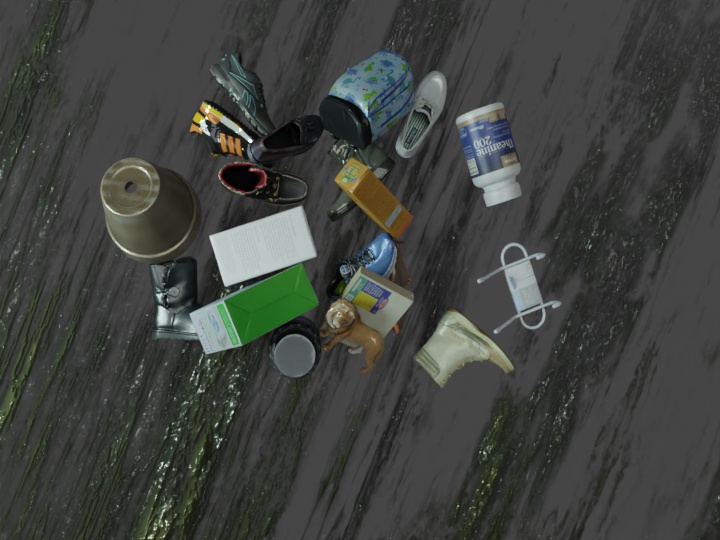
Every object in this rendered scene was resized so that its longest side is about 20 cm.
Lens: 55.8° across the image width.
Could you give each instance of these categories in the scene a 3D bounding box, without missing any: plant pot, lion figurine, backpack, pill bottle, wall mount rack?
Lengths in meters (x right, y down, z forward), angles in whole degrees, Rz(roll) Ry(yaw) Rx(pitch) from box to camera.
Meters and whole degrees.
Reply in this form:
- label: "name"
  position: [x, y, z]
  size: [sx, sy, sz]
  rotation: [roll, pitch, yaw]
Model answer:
- label: "plant pot"
  position: [-0.432, -0.136, 1.355]
  size: [0.194, 0.174, 0.206]
  rotation: [0, 74, 0]
- label: "lion figurine"
  position: [-0.007, 0.136, 1.434]
  size: [0.198, 0.074, 0.122]
  rotation: [30, 121, -34]
- label: "backpack"
  position: [0.028, -0.363, 1.422]
  size: [0.197, 0.162, 0.157]
  rotation: [-26, 134, -28]
- label: "pill bottle"
  position: [-0.135, 0.159, 1.410]
  size: [0.108, 0.200, 0.116]
  rotation: [0, 94, -5]
- label: "pill bottle"
  position: [0.285, -0.250, 1.478]
  size: [0.108, 0.111, 0.205]
  rotation: [-18, 94, -4]
- label: "wall mount rack"
  position: [0.348, 0.047, 1.517]
  size: [0.170, 0.075, 0.205]
  rotation: [-20, 94, -4]

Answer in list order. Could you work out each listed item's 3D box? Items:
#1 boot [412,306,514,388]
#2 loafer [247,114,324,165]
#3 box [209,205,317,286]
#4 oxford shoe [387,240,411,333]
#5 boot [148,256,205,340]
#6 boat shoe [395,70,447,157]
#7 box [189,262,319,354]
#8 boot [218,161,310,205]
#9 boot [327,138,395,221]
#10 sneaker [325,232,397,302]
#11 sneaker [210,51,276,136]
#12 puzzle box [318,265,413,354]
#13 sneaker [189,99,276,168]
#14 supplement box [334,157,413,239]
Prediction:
- label: "boot"
  position: [0.230, 0.202, 1.515]
  size: [0.199, 0.072, 0.156]
  rotation: [39, 88, -1]
- label: "loafer"
  position: [-0.144, -0.277, 1.418]
  size: [0.198, 0.063, 0.073]
  rotation: [-33, 96, -33]
- label: "box"
  position: [-0.198, -0.052, 1.418]
  size: [0.195, 0.152, 0.109]
  rotation: [-18, 94, -5]
- label: "oxford shoe"
  position: [0.081, 0.035, 1.493]
  size: [0.071, 0.071, 0.206]
  rotation: [-8, 93, -9]
- label: "boot"
  position: [-0.353, 0.059, 1.445]
  size: [0.194, 0.076, 0.174]
  rotation: [1, 96, 0]
- label: "boat shoe"
  position: [0.141, -0.341, 1.481]
  size: [0.072, 0.067, 0.205]
  rotation: [21, 90, -7]
- label: "box"
  position: [-0.214, 0.080, 1.373]
  size: [0.198, 0.175, 0.099]
  rotation: [-27, 96, -36]
- label: "boot"
  position: [-0.201, -0.181, 1.412]
  size: [0.194, 0.151, 0.075]
  rotation: [12, 92, -6]
- label: "boot"
  position: [-0.029, -0.214, 1.480]
  size: [0.131, 0.068, 0.200]
  rotation: [45, 82, 0]
- label: "sneaker"
  position: [0.000, 0.000, 1.437]
  size: [0.201, 0.088, 0.079]
  rotation: [-50, 54, 20]
- label: "sneaker"
  position: [-0.232, -0.370, 1.439]
  size: [0.079, 0.075, 0.202]
  rotation: [-38, 96, -5]
- label: "puzzle box"
  position: [0.011, 0.090, 1.443]
  size: [0.131, 0.026, 0.201]
  rotation: [27, 129, -12]
- label: "sneaker"
  position: [-0.273, -0.269, 1.450]
  size: [0.199, 0.070, 0.091]
  rotation: [39, 104, -6]
- label: "supplement box"
  position: [0.031, -0.148, 1.425]
  size: [0.069, 0.066, 0.199]
  rotation: [-52, 138, 0]
